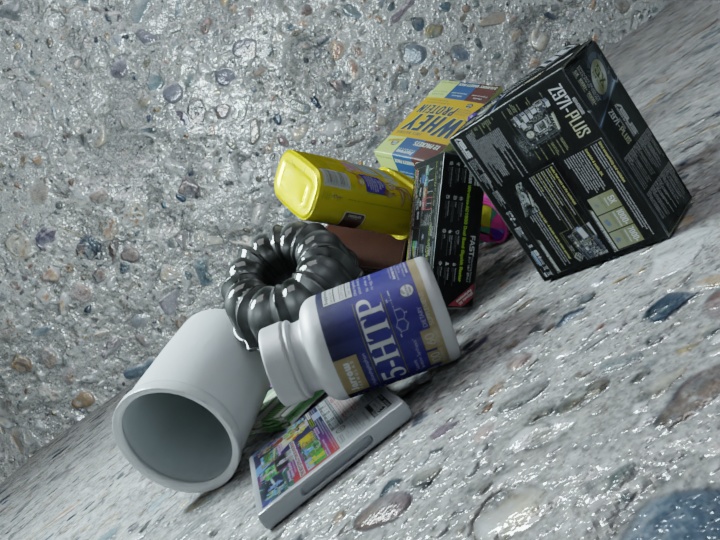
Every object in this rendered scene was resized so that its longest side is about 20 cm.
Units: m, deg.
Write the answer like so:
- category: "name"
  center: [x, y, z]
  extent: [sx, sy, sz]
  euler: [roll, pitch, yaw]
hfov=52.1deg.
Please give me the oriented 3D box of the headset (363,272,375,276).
- category: "headset"
  center: [0.022, 0.057, 0.957]
  extent: [0.199, 0.094, 0.124]
  euler: [7, 64, 45]

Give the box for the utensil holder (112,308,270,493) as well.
- category: "utensil holder"
  center: [-0.216, 0.171, 1.011]
  extent: [0.170, 0.170, 0.200]
  euler: [-32, 17, 24]

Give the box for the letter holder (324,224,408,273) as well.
- category: "letter holder"
  center: [0.000, 0.000, 1.145]
  extent: [0.141, 0.101, 0.200]
  euler: [6, 24, 5]

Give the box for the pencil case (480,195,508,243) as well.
- category: "pencil case"
  center: [0.244, -0.118, 1.206]
  extent: [0.088, 0.089, 0.200]
  euler: [-27, 9, 48]

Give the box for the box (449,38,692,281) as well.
- category: "box"
  center: [0.221, -0.111, 0.790]
  extent: [0.163, 0.200, 0.086]
  euler: [-27, 12, 50]

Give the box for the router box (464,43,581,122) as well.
- category: "router box"
  center: [0.247, -0.147, 0.905]
  extent: [0.157, 0.200, 0.052]
  euler: [-33, 11, 11]

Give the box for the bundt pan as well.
- category: "bundt pan"
  center: [-0.101, 0.011, 0.990]
  extent: [0.201, 0.076, 0.203]
  euler: [-15, 46, 16]

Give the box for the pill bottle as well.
- category: "pill bottle"
  center: [-0.002, 0.073, 0.805]
  extent: [0.199, 0.120, 0.120]
  euler: [-21, 9, 3]

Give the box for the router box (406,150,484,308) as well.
- category: "router box"
  center: [0.111, -0.053, 1.000]
  extent: [0.062, 0.201, 0.150]
  euler: [6, 2, -11]

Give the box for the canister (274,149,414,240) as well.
- category: "canister"
  center: [-0.013, -0.113, 1.099]
  extent: [0.148, 0.199, 0.087]
  euler: [42, 118, 51]

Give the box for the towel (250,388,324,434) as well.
- category: "towel"
  center: [-0.109, 0.192, 1.087]
  extent: [0.152, 0.023, 0.200]
  euler: [-41, 8, -39]

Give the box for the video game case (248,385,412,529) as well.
- category: "video game case"
  center: [-0.041, 0.187, 0.815]
  extent: [0.182, 0.023, 0.200]
  euler: [-37, 9, -8]

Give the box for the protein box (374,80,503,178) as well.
- category: "protein box"
  center: [0.164, -0.186, 1.282]
  extent: [0.135, 0.199, 0.200]
  euler: [20, 60, 44]
